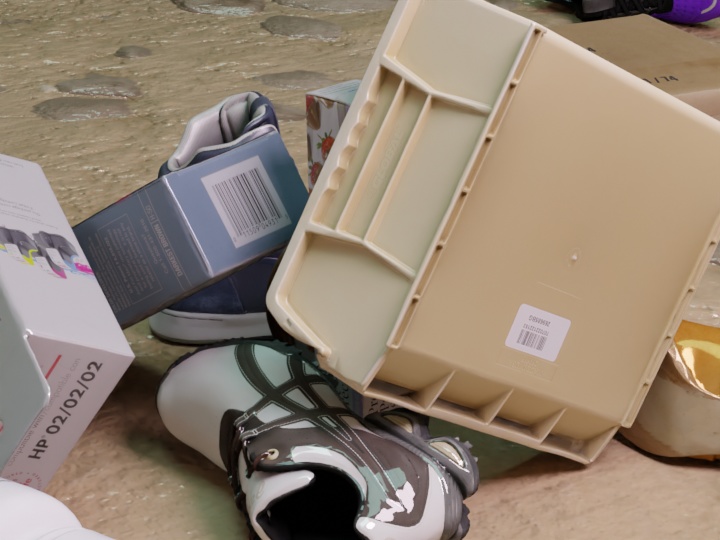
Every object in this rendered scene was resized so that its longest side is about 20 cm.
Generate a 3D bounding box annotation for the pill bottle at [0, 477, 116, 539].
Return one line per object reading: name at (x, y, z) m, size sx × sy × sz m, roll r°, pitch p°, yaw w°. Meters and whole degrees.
pill bottle at (-0.185, 0.136, 0.882) m, size 0.200 × 0.113 × 0.113 m, roll 14°, pitch 25°, yaw 29°

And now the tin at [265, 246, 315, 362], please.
tin at (0.032, -0.012, 1.165) m, size 0.112 × 0.200 × 0.042 m, roll 36°, pitch 13°, yaw -23°

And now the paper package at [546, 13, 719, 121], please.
paper package at (0.170, -0.103, 1.493) m, size 0.200 × 0.104 × 0.191 m, roll -10°, pitch 26°, yaw -27°

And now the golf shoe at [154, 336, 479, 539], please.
golf shoe at (-0.041, 0.091, 1.047) m, size 0.200 × 0.078 × 0.094 m, roll 16°, pitch 27°, yaw 35°

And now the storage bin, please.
storage bin at (0.080, -0.021, 1.069) m, size 0.200 × 0.199 × 0.094 m, roll 20°, pitch 6°, yaw -45°

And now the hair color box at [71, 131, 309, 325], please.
hair color box at (-0.128, -0.003, 1.155) m, size 0.200 × 0.061 × 0.099 m, roll -27°, pitch 0°, yaw 40°

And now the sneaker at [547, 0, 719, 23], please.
sneaker at (0.248, -0.257, 1.932) m, size 0.200 × 0.070 × 0.100 m, roll 15°, pitch 33°, yaw 40°

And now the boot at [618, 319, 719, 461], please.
boot at (0.227, 0.065, 1.149) m, size 0.144 × 0.071 × 0.201 m, roll -9°, pitch 27°, yaw -38°

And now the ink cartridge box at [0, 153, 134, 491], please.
ink cartridge box at (-0.186, 0.041, 1.056) m, size 0.068 × 0.115 × 0.200 m, roll 15°, pitch 31°, yaw -39°

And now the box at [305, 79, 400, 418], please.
box at (0.000, 0.000, 1.106) m, size 0.041 × 0.200 × 0.039 m, roll -18°, pitch 26°, yaw -40°

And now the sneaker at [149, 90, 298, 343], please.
sneaker at (-0.027, -0.035, 1.267) m, size 0.202 × 0.146 × 0.077 m, roll -4°, pitch 21°, yaw -15°
